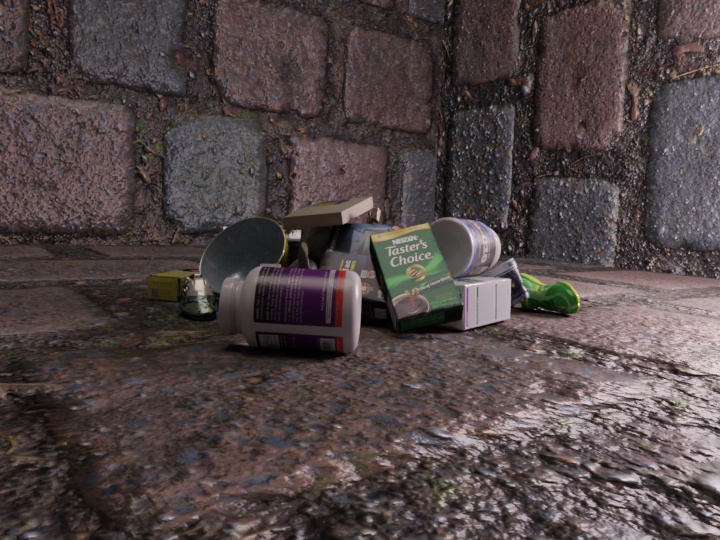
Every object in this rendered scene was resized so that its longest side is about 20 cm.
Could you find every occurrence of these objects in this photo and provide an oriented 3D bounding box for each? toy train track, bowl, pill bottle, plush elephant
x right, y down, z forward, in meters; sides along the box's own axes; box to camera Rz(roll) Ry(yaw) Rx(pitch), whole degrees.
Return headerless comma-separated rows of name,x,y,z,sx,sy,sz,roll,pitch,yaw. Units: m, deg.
toy train track,0.027,-0.081,1.320,0.031,0.119,0.201,10,-18,-3
bowl,-0.229,-0.001,1.321,0.194,0.204,0.109,5,-36,24
pill bottle,0.209,-0.045,1.267,0.111,0.118,0.198,5,5,31
pill bottle,-0.096,0.054,0.890,0.192,0.117,0.112,3,5,3
plush elephant,-0.093,-0.018,1.354,0.193,0.160,0.165,13,-21,-11

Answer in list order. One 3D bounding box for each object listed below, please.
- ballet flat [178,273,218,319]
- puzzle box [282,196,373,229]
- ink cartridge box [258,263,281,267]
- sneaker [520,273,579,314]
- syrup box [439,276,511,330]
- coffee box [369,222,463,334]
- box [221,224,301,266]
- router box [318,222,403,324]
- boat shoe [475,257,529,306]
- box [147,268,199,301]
ballet flat,-0.306,0.042,1.169,0.072,0.077,0.199,0,6,-24
puzzle box,-0.061,-0.120,1.294,0.129,0.026,0.200,-4,13,21
ink cartridge box,-0.155,0.044,1.072,0.043,0.098,0.200,2,6,-9
sneaker,0.397,0.063,1.388,0.082,0.076,0.198,-29,25,-28
syrup box,0.209,0.058,1.184,0.077,0.085,0.197,3,3,38
coffee box,0.092,0.009,1.094,0.119,0.045,0.204,-11,49,-5
box,-0.229,-0.025,1.459,0.193,0.161,0.051,0,42,-19
router box,0.000,0.000,1.187,0.144,0.063,0.204,3,47,14
boat shoe,0.265,0.056,1.343,0.070,0.093,0.198,-21,-8,-46
box,-0.387,0.028,1.378,0.072,0.052,0.200,3,6,10
